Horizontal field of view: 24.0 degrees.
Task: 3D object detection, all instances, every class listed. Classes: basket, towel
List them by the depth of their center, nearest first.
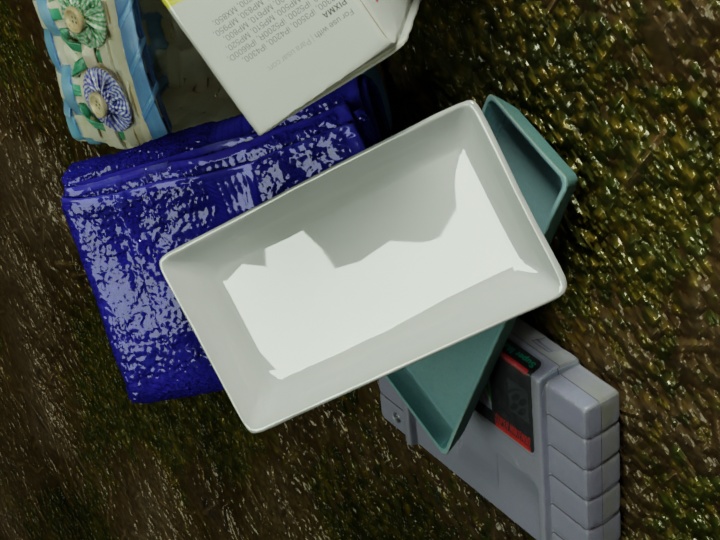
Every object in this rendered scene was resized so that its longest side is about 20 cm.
[{"bbox_3d":[-0.064,-0.010,0.919,0.198,0.049,0.149,-14,98,25],"label":"towel"},{"bbox_3d":[-0.086,-0.143,0.974,0.198,0.139,0.178,-3,116,26],"label":"basket"}]

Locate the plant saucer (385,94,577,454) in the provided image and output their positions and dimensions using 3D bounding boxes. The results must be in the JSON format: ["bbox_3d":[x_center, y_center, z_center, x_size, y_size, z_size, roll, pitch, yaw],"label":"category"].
[{"bbox_3d":[0.061,0.006,0.893,0.070,0.019,0.201,52,138,33],"label":"plant saucer"}]

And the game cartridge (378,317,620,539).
[{"bbox_3d":[0.072,0.076,0.968,0.200,0.038,0.131,36,146,46],"label":"game cartridge"}]

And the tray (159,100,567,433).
[{"bbox_3d":[0.000,0.000,0.863,0.199,0.022,0.108,-25,95,25],"label":"tray"}]

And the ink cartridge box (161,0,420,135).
[{"bbox_3d":[-0.061,-0.182,0.802,0.201,0.083,0.145,54,-161,-14],"label":"ink cartridge box"}]
